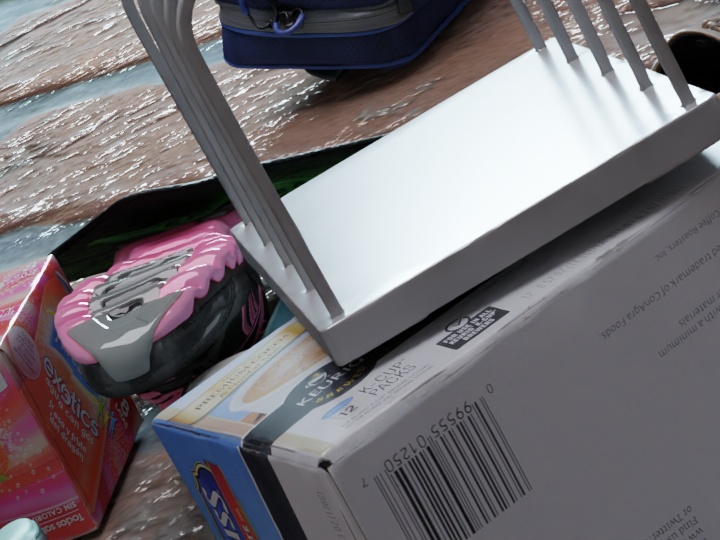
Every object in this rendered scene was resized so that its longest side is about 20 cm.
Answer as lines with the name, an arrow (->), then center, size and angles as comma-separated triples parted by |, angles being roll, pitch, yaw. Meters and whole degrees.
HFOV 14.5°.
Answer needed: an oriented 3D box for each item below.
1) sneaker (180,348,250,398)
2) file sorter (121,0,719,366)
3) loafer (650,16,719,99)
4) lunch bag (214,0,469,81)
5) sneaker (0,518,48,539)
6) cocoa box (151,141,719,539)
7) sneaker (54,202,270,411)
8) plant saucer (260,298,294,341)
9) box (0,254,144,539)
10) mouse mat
sneaker -> -0.009, 0.064, 1.076 | 0.115, 0.081, 0.199 | -28, 12, 9
file sorter -> 0.007, -0.074, 0.918 | 0.138, 0.125, 0.200 | -30, 13, -4
loafer -> 0.152, -0.076, 1.221 | 0.072, 0.063, 0.200 | -15, 23, 30
lunch bag -> -0.005, -0.189, 1.625 | 0.135, 0.133, 0.200 | 3, 32, 29
sneaker -> -0.148, 0.165, 1.007 | 0.140, 0.078, 0.200 | -33, 10, -10
cocoa box -> 0.062, 0.053, 0.903 | 0.200, 0.134, 0.131 | -35, 18, -21
sneaker -> -0.070, 0.033, 1.182 | 0.079, 0.096, 0.200 | -16, 8, 11
plant saucer -> 0.000, 0.000, 1.260 | 0.070, 0.019, 0.200 | -24, 10, 10
box -> -0.210, 0.084, 1.250 | 0.199, 0.095, 0.103 | -21, 20, 17
mouse mat -> -0.050, -0.030, 1.296 | 0.199, 0.008, 0.161 | -15, -8, -30
